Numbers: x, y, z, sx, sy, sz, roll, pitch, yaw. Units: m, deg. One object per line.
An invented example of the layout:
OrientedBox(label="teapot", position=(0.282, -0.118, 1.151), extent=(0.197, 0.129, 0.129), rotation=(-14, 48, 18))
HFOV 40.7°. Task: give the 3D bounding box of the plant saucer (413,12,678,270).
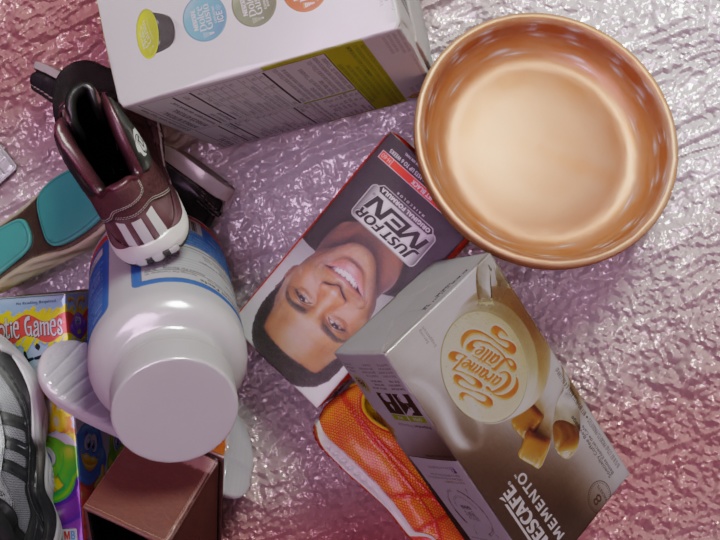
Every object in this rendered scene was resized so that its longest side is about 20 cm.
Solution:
OrientedBox(label="plant saucer", position=(0.135, -0.094, 0.723), extent=(0.198, 0.037, 0.202), rotation=(2, 74, -7))

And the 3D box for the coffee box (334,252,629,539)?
OrientedBox(label="coffee box", position=(0.089, 0.103, 0.694), extent=(0.114, 0.080, 0.201), rotation=(-39, 104, -25))

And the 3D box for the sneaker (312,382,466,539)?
OrientedBox(label="sneaker", position=(0.052, 0.168, 0.761), extent=(0.200, 0.073, 0.077), rotation=(44, 88, 4))

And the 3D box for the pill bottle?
OrientedBox(label="pill bottle", position=(-0.141, 0.045, 0.703), extent=(0.111, 0.200, 0.113), rotation=(-6, 119, -11))

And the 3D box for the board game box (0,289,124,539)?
OrientedBox(label="board game box", position=(-0.257, 0.120, 0.803), extent=(0.102, 0.105, 0.202), rotation=(-5, 91, 11))

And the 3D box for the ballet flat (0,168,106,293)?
OrientedBox(label="ballet flat", position=(-0.253, -0.033, 0.809), extent=(0.199, 0.069, 0.070), rotation=(-23, 87, 24))

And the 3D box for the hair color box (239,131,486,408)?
OrientedBox(label="hair color box", position=(0.000, 0.000, 0.771), extent=(0.101, 0.061, 0.200), rotation=(41, 99, 7))

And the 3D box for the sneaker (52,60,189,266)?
OrientedBox(label="sneaker", position=(-0.182, -0.108, 0.680), extent=(0.075, 0.116, 0.201), rotation=(-29, 58, -7))

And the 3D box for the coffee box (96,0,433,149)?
OrientedBox(label="coffee box", position=(-0.069, -0.220, 0.708), extent=(0.196, 0.200, 0.201), rotation=(-13, 87, 11))

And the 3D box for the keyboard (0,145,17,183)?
OrientedBox(label="keyboard", position=(-0.387, -0.150, 0.871), extent=(0.056, 0.011, 0.200), rotation=(-41, 84, 10))

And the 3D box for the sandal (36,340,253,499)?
OrientedBox(label="sandal", position=(-0.174, 0.121, 0.775), extent=(0.206, 0.080, 0.059), rotation=(36, 132, -29))

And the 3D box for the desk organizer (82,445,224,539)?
OrientedBox(label="desk organizer", position=(-0.154, 0.209, 0.740), extent=(0.071, 0.077, 0.201), rotation=(21, 138, 10))

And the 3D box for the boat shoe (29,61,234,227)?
OrientedBox(label="boat shoe", position=(-0.200, -0.099, 0.806), extent=(0.199, 0.074, 0.061), rotation=(35, 93, 0))

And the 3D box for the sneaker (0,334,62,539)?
OrientedBox(label="sneaker", position=(-0.278, 0.140, 0.696), extent=(0.075, 0.114, 0.202), rotation=(-13, 89, 10))
